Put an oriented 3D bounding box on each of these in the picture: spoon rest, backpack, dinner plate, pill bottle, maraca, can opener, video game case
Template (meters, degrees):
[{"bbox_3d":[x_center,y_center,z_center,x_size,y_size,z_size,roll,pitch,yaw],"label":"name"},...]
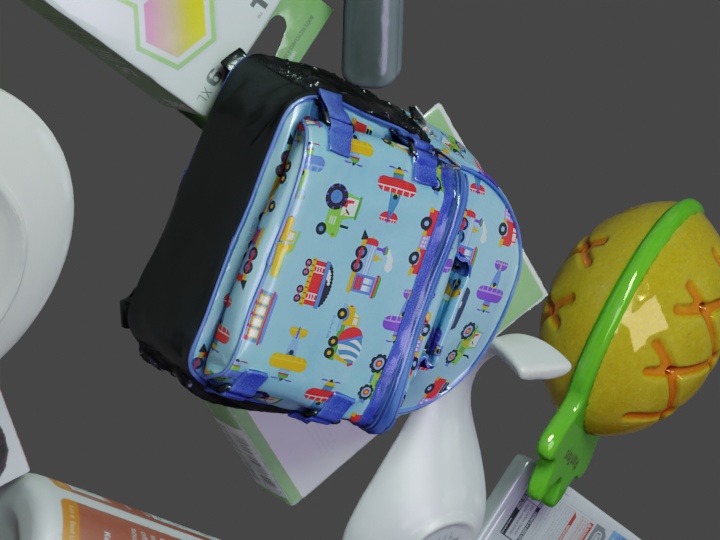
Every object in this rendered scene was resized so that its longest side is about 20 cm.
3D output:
[{"bbox_3d":[0.051,0.110,1.445,0.099,0.061,0.201,-1,133,-40],"label":"spoon rest"},{"bbox_3d":[0.000,0.000,1.325,0.199,0.134,0.183,21,95,-34],"label":"backpack"},{"bbox_3d":[-0.222,-0.001,1.178,0.199,0.024,0.201,-20,131,-24],"label":"dinner plate"},{"bbox_3d":[-0.119,0.193,1.370,0.199,0.112,0.113,24,90,-29],"label":"pill bottle"},{"bbox_3d":[0.153,0.048,1.476,0.201,0.107,0.137,-62,159,-2],"label":"maraca"},{"bbox_3d":[-0.002,-0.203,1.388,0.066,0.053,0.201,-1,102,8],"label":"can opener"},{"bbox_3d":[0.130,0.224,1.559,0.200,0.018,0.144,37,83,-28],"label":"video game case"}]

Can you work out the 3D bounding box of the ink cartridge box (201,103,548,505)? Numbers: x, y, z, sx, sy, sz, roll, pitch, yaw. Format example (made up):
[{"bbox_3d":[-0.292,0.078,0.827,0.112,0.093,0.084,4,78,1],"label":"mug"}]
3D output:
[{"bbox_3d":[-0.007,0.016,1.427,0.200,0.048,0.146,-39,116,-17],"label":"ink cartridge box"}]

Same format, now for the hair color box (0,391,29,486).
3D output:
[{"bbox_3d":[-0.244,0.042,1.258,0.101,0.061,0.201,-28,137,-15],"label":"hair color box"}]

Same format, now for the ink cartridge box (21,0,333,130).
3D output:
[{"bbox_3d":[-0.100,-0.152,1.334,0.200,0.059,0.104,36,82,-29],"label":"ink cartridge box"}]
